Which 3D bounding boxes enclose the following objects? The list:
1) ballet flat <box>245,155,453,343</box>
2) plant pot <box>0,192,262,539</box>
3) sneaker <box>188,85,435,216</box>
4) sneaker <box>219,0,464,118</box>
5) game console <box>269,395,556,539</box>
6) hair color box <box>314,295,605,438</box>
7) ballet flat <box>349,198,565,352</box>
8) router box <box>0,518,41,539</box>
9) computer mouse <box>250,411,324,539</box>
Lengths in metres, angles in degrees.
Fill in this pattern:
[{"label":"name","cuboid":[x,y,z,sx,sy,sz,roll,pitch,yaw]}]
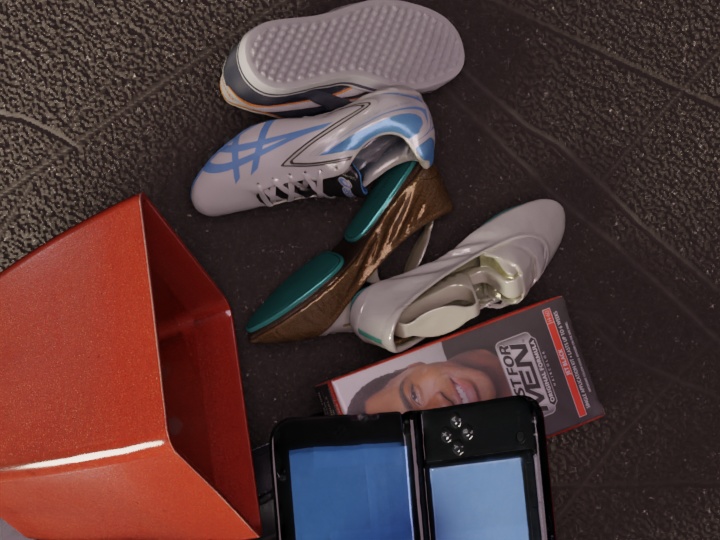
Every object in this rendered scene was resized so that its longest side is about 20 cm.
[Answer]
[{"label":"ballet flat","cuboid":[0.000,0.000,1.648,0.200,0.068,0.072,-48,110,-9]},{"label":"plant pot","cuboid":[-0.194,0.094,1.542,0.175,0.200,0.202,-16,61,10]},{"label":"sneaker","cuboid":[-0.038,-0.080,1.620,0.198,0.072,0.073,-20,59,9]},{"label":"sneaker","cuboid":[-0.018,-0.163,1.648,0.198,0.079,0.079,-5,78,-30]},{"label":"game console","cuboid":[0.041,0.196,1.506,0.171,0.118,0.202,-12,79,40]},{"label":"hair color box","cuboid":[0.076,0.100,1.625,0.198,0.061,0.102,-20,89,-16]},{"label":"ballet flat","cuboid":[0.087,0.012,1.628,0.199,0.069,0.070,-26,89,-18]},{"label":"router box","cuboid":[-0.262,0.296,1.608,0.149,0.051,0.201,-37,92,-5]},{"label":"computer mouse","cuboid":[-0.066,0.203,1.632,0.199,0.046,0.141,-25,88,-5]}]
